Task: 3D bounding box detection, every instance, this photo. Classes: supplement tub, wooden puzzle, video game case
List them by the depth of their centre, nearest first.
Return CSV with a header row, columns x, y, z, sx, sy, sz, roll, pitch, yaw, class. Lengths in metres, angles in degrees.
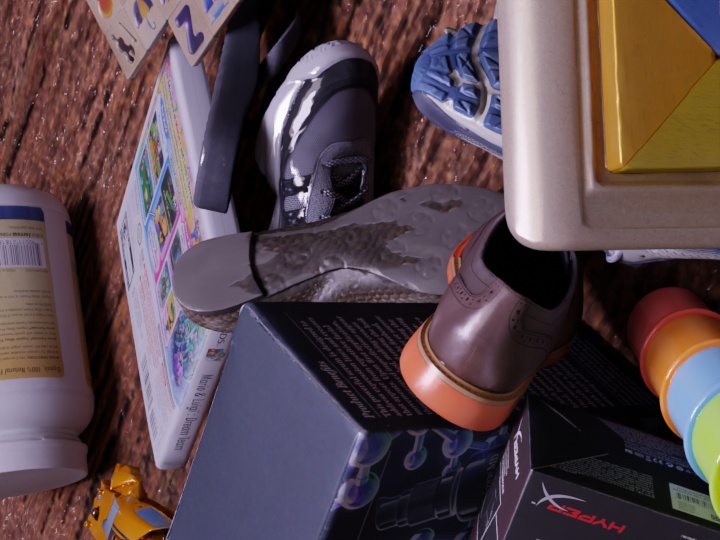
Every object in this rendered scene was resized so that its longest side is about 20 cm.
x,y,z,sx,sy,sz,roll,pitch,yaw,class
0.155,-0.102,0.749,0.037,0.199,0.186,158,110,-80,wooden puzzle
-0.113,-0.010,1.163,0.182,0.024,0.201,115,149,-47,video game case
-0.263,0.053,1.318,0.144,0.144,0.201,-26,69,49,supplement tub

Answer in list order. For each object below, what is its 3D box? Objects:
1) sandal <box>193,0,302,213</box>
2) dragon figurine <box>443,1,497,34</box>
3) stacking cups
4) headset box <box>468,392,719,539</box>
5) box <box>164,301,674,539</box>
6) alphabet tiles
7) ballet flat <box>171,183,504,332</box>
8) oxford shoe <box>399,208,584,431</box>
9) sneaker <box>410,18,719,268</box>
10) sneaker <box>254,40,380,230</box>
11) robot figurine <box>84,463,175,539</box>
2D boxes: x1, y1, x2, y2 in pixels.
x,y,z,sx,sy,sz,roll,pitch,yaw,class
-0.061,-0.111,1.098,0.076,0.043,0.201,103,176,-52,sandal
0.106,-0.096,0.861,0.099,0.200,0.059,-33,29,2,dragon figurine
0.160,0.058,0.788,0.200,0.060,0.061,-104,29,-67,stacking cups
0.107,0.175,0.821,0.077,0.148,0.201,-79,8,-67,headset box
0.028,0.104,0.893,0.107,0.199,0.149,44,123,44,box
-0.120,-0.205,1.094,0.168,0.008,0.200,62,143,14,alphabet tiles
0.000,0.000,0.985,0.046,0.199,0.068,67,-166,-61,ballet flat
0.079,0.002,0.863,0.071,0.200,0.073,32,117,0,oxford shoe
0.111,-0.040,0.811,0.085,0.199,0.077,115,171,-48,sneaker
-0.008,-0.019,1.048,0.114,0.075,0.201,42,127,44,sneaker
-0.075,0.172,1.081,0.200,0.144,0.059,24,96,55,robot figurine
